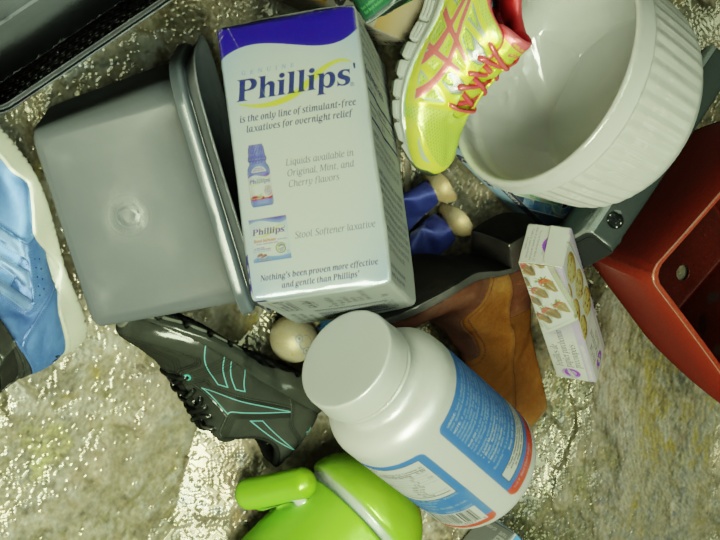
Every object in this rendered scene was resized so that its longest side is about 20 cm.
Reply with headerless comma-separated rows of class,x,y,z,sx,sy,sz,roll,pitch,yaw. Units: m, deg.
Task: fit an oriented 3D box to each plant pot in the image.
plant pot,0.314,-0.013,1.526,0.200,0.176,0.200,-46,115,-12

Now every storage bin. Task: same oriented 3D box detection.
storage bin,-0.235,-0.218,1.247,0.199,0.094,0.136,-37,114,-16
storage bin,-0.155,-0.061,1.306,0.133,0.146,0.202,-14,108,4

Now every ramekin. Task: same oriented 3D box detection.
ramekin,0.177,-0.144,1.373,0.104,0.200,0.202,22,89,-37

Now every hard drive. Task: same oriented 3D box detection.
hard drive,0.232,-0.089,1.478,0.033,0.140,0.201,37,73,-4

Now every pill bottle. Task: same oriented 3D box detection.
pill bottle,0.044,0.113,1.355,0.113,0.112,0.200,-55,133,-8

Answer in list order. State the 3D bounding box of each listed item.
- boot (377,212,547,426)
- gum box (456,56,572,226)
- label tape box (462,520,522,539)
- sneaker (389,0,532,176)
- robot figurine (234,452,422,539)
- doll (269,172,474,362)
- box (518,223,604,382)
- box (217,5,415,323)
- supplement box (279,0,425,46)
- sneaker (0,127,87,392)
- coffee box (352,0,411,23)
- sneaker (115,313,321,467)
boot,0.082,0.073,1.466,0.188,0.068,0.202,-33,130,-39
gum box,0.159,-0.164,1.491,0.170,0.044,0.201,41,79,-27
label tape box,0.102,0.342,1.545,0.200,0.066,0.143,-48,116,-9
sneaker,0.086,-0.168,1.353,0.078,0.090,0.202,-1,107,-59
robot figurine,-0.031,0.234,1.424,0.200,0.115,0.176,-45,122,-14
doll,0.000,0.000,1.434,0.200,0.048,0.137,-42,127,-15
box,0.173,0.030,1.477,0.201,0.038,0.042,65,38,-54
box,-0.029,-0.072,1.294,0.104,0.184,0.202,-8,83,6
supplement box,-0.029,-0.268,1.356,0.199,0.073,0.127,19,90,-29
sneaker,-0.280,-0.007,1.263,0.111,0.076,0.202,-36,121,-37
coffee box,-0.001,-0.292,1.278,0.123,0.044,0.201,-33,92,-44
sneaker,-0.114,0.090,1.378,0.199,0.075,0.080,29,88,-28
